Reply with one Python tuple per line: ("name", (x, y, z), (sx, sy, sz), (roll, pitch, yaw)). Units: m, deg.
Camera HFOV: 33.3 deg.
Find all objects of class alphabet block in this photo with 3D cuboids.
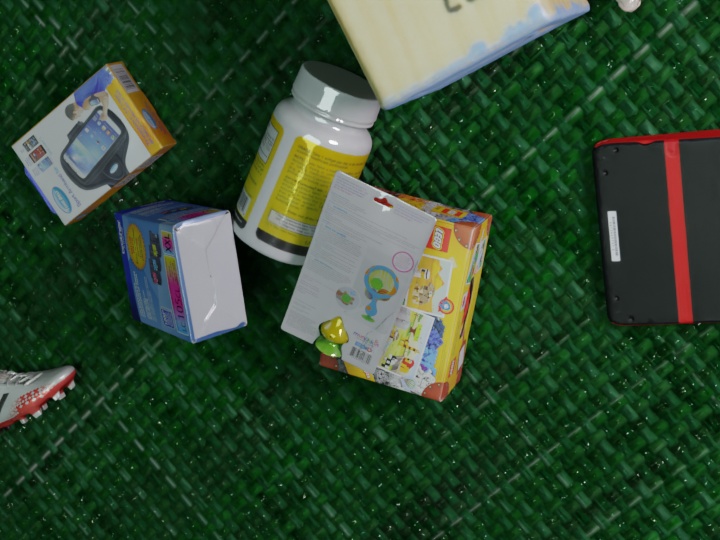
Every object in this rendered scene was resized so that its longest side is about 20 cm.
("alphabet block", (0.082, -0.294, 1.165), (0.195, 0.196, 0.201), (-25, 94, 23))

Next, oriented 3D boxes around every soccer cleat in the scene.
("soccer cleat", (-0.452, 0.158, 1.559), (0.200, 0.069, 0.085), (-29, 97, 29))

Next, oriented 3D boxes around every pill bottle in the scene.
("pill bottle", (-0.056, -0.117, 1.309), (0.114, 0.114, 0.200), (30, 113, 11))

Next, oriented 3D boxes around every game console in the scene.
("game console", (0.333, -0.041, 1.232), (0.176, 0.031, 0.201), (-2, 103, 26))

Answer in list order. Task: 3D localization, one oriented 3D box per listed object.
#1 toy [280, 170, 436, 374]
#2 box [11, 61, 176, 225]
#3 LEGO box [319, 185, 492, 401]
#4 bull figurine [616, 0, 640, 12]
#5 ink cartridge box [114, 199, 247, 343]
("toy", (0.000, 0.000, 1.270), (0.115, 0.047, 0.201), (26, 115, 9))
("box", (-0.329, -0.145, 1.446), (0.200, 0.041, 0.119), (-34, 90, 23))
("LEGO box", (0.049, 0.023, 1.326), (0.148, 0.077, 0.201), (15, 109, 17))
("bull figurine", (0.221, -0.344, 1.147), (0.065, 0.121, 0.201), (-7, 96, 31))
("ink cartridge box", (-0.216, -0.004, 1.387), (0.200, 0.076, 0.137), (14, 114, 57))
